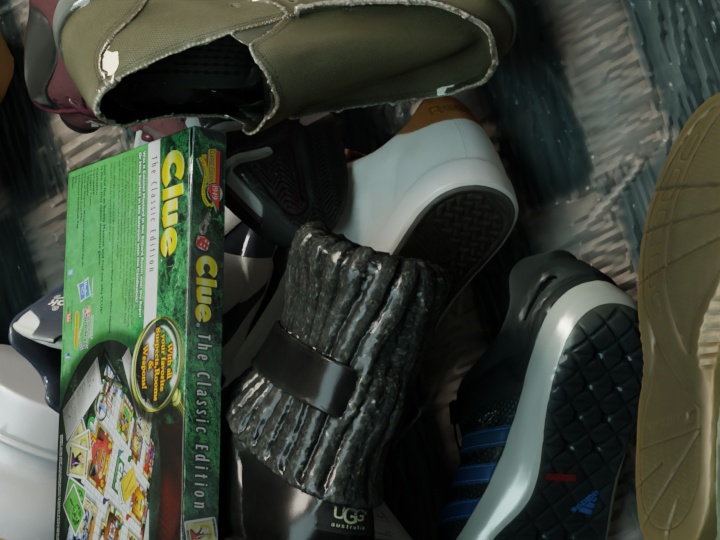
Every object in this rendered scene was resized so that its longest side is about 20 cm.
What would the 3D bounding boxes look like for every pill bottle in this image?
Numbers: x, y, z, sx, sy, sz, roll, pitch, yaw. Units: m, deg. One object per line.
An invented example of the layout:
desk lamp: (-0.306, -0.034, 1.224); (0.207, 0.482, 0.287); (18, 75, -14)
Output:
pill bottle: (-0.191, 0.144, 1.374); (0.112, 0.112, 0.201); (30, 104, 31)

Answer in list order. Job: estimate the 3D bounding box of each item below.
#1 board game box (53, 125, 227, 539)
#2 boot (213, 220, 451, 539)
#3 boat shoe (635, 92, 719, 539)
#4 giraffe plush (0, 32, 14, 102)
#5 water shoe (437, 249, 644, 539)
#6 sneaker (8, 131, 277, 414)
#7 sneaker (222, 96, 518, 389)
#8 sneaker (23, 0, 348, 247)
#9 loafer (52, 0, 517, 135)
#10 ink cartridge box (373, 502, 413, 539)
board game box: (-0.097, 0.045, 1.200); (0.105, 0.023, 0.201); (-15, 70, 53)
boot: (-0.039, 0.055, 1.206); (0.211, 0.079, 0.159); (11, 91, 55)
boat shoe: (0.159, 0.026, 1.155); (0.072, 0.066, 0.202); (-19, 59, 55)
giraffe plush: (-0.251, -0.105, 1.405); (0.162, 0.173, 0.200); (38, 102, 6)
water shoe: (0.073, 0.089, 1.228); (0.079, 0.071, 0.201); (50, 123, 55)
sneaker: (-0.107, 0.000, 1.304); (0.079, 0.129, 0.201); (7, 95, 34)
sneaker: (0.000, 0.000, 1.277); (0.200, 0.073, 0.085); (-47, 40, 30)
sneaker: (-0.089, -0.077, 1.274); (0.201, 0.075, 0.116); (58, 136, 13)
loafer: (-0.031, -0.087, 1.174); (0.075, 0.199, 0.070); (89, 175, -49)
ink cartridge box: (-0.026, 0.203, 1.255); (0.161, 0.050, 0.201); (46, 120, 62)
